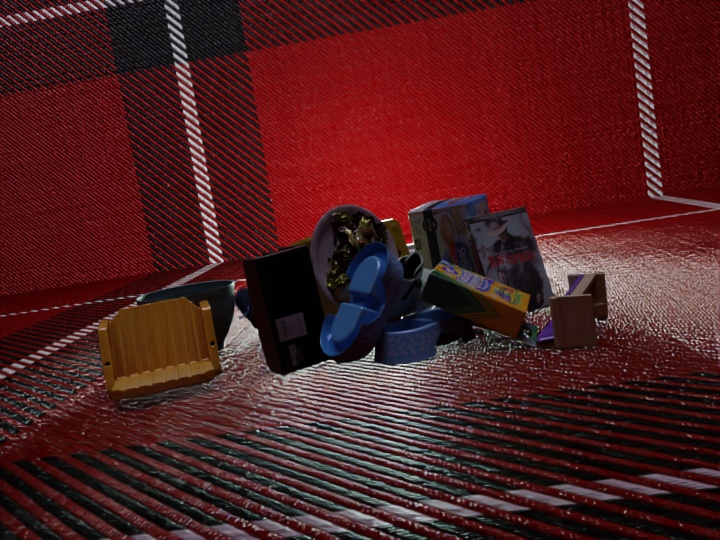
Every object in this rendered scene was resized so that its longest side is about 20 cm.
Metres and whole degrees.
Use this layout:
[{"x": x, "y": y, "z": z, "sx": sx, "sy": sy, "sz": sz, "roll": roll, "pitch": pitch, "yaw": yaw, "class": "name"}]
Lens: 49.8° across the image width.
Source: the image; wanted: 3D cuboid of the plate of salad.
[{"x": -0.001, "y": -0.022, "z": 1.376, "sx": 0.199, "sy": 0.202, "sz": 0.048, "roll": -15, "pitch": -2, "yaw": -38, "class": "plate of salad"}]

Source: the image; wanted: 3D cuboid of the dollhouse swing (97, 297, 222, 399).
[{"x": -0.350, "y": 0.128, "z": 1.342, "sx": 0.198, "sy": 0.184, "sz": 0.176, "roll": -10, "pitch": -13, "yaw": -13, "class": "dollhouse swing"}]

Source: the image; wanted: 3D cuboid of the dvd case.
[{"x": 0.286, "y": -0.015, "z": 1.486, "sx": 0.145, "sy": 0.202, "sz": 0.022, "roll": -12, "pitch": -10, "yaw": -27, "class": "dvd case"}]

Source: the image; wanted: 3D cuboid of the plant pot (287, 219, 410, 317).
[{"x": 0.000, "y": 0.000, "z": 1.516, "sx": 0.198, "sy": 0.202, "sz": 0.176, "roll": -13, "pitch": -11, "yaw": -30, "class": "plant pot"}]

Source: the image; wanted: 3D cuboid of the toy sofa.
[{"x": 0.345, "y": 0.062, "z": 1.269, "sx": 0.097, "sy": 0.084, "sz": 0.200, "roll": -4, "pitch": 9, "yaw": 25, "class": "toy sofa"}]

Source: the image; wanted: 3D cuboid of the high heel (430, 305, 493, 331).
[{"x": 0.214, "y": 0.068, "z": 1.416, "sx": 0.198, "sy": 0.068, "sz": 0.096, "roll": -9, "pitch": 17, "yaw": 24, "class": "high heel"}]

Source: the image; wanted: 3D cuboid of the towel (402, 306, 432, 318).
[{"x": 0.187, "y": 0.069, "z": 1.616, "sx": 0.198, "sy": 0.031, "sz": 0.149, "roll": -8, "pitch": 7, "yaw": 8, "class": "towel"}]

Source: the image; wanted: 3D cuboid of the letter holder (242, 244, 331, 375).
[{"x": -0.139, "y": 0.065, "z": 1.358, "sx": 0.100, "sy": 0.202, "sz": 0.142, "roll": -16, "pitch": 7, "yaw": -25, "class": "letter holder"}]

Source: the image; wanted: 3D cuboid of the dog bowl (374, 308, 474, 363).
[{"x": 0.106, "y": 0.105, "z": 1.302, "sx": 0.199, "sy": 0.050, "sz": 0.111, "roll": -15, "pitch": 9, "yaw": -42, "class": "dog bowl"}]

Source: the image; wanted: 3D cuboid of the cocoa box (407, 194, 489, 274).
[{"x": 0.195, "y": -0.042, "z": 1.577, "sx": 0.130, "sy": 0.202, "sz": 0.133, "roll": -6, "pitch": 10, "yaw": 28, "class": "cocoa box"}]

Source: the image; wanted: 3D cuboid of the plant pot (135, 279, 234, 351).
[{"x": -0.347, "y": 0.105, "z": 1.586, "sx": 0.198, "sy": 0.136, "sz": 0.200, "roll": -8, "pitch": 8, "yaw": 1, "class": "plant pot"}]

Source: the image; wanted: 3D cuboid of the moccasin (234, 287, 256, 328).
[{"x": -0.192, "y": 0.083, "z": 1.558, "sx": 0.199, "sy": 0.081, "sz": 0.068, "roll": 23, "pitch": 12, "yaw": 38, "class": "moccasin"}]

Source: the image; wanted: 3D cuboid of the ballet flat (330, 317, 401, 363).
[{"x": 0.015, "y": 0.104, "z": 1.364, "sx": 0.075, "sy": 0.068, "sz": 0.199, "roll": -44, "pitch": -13, "yaw": 28, "class": "ballet flat"}]

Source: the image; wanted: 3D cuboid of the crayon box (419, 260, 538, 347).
[{"x": 0.208, "y": 0.051, "z": 1.289, "sx": 0.198, "sy": 0.052, "sz": 0.126, "roll": 23, "pitch": 16, "yaw": 10, "class": "crayon box"}]

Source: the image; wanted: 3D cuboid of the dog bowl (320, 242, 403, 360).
[{"x": 0.006, "y": 0.054, "z": 1.263, "sx": 0.049, "sy": 0.202, "sz": 0.111, "roll": 29, "pitch": -11, "yaw": -30, "class": "dog bowl"}]

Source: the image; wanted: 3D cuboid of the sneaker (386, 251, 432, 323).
[{"x": 0.102, "y": 0.015, "z": 1.369, "sx": 0.074, "sy": 0.119, "sz": 0.200, "roll": 42, "pitch": 36, "yaw": 17, "class": "sneaker"}]

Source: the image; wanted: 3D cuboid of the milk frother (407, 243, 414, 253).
[{"x": 0.175, "y": -0.053, "z": 1.906, "sx": 0.186, "sy": 0.202, "sz": 0.180, "roll": -6, "pitch": 12, "yaw": 22, "class": "milk frother"}]
